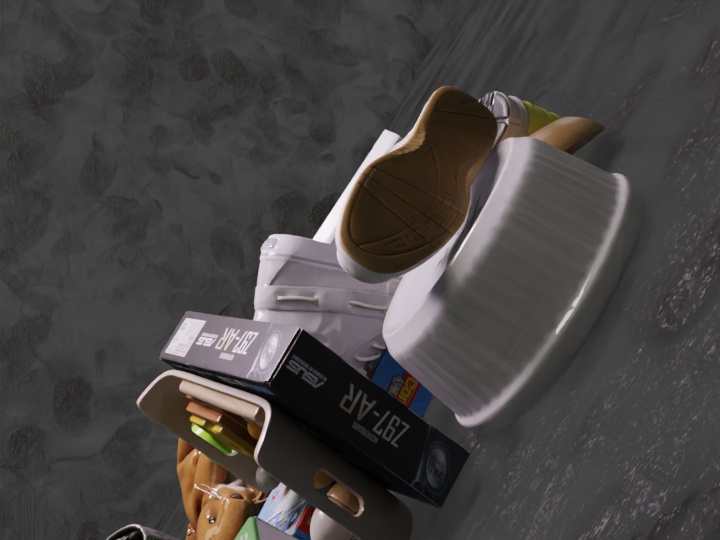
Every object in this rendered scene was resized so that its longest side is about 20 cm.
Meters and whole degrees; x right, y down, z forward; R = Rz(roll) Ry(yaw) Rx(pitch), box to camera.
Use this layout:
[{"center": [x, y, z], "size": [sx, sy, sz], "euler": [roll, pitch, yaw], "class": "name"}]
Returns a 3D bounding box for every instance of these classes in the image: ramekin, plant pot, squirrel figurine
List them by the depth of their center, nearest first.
[{"center": [0.094, 0.003, 0.856], "size": [0.203, 0.094, 0.202], "euler": [-57, 6, 9], "class": "ramekin"}, {"center": [0.106, -0.068, 1.032], "size": [0.199, 0.028, 0.200], "euler": [-34, -4, -2], "class": "plant pot"}, {"center": [-0.141, 0.276, 1.348], "size": [0.187, 0.140, 0.202], "euler": [-106, 34, -68], "class": "squirrel figurine"}]

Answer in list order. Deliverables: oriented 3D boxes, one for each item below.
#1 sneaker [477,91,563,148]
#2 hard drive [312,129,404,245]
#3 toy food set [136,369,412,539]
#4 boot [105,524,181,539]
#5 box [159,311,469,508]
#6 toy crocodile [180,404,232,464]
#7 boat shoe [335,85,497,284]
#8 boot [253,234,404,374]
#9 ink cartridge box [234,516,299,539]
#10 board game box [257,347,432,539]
[{"center": [0.128, -0.111, 1.190], "size": [0.200, 0.089, 0.079], "euler": [172, 104, -72], "class": "sneaker"}, {"center": [0.000, 0.000, 1.073], "size": [0.201, 0.027, 0.132], "euler": [-57, -36, -10], "class": "hard drive"}, {"center": [-0.067, 0.142, 0.912], "size": [0.199, 0.143, 0.061], "euler": [8, 62, 56], "class": "toy food set"}, {"center": [-0.137, 0.271, 0.935], "size": [0.199, 0.072, 0.183], "euler": [20, -74, -52], "class": "boot"}, {"center": [-0.039, 0.093, 0.906], "size": [0.044, 0.160, 0.199], "euler": [-58, 26, -15], "class": "box"}, {"center": [-0.095, 0.125, 1.070], "size": [0.068, 0.062, 0.200], "euler": [-45, -29, 4], "class": "toy crocodile"}, {"center": [0.033, -0.045, 0.845], "size": [0.069, 0.071, 0.200], "euler": [-53, -1, 43], "class": "boat shoe"}, {"center": [0.013, 0.039, 0.989], "size": [0.074, 0.198, 0.097], "euler": [147, 134, -78], "class": "boot"}, {"center": [-0.085, 0.287, 0.829], "size": [0.201, 0.084, 0.145], "euler": [-57, 17, 9], "class": "ink cartridge box"}, {"center": [-0.024, 0.178, 1.103], "size": [0.197, 0.056, 0.200], "euler": [-61, 7, -30], "class": "board game box"}]
